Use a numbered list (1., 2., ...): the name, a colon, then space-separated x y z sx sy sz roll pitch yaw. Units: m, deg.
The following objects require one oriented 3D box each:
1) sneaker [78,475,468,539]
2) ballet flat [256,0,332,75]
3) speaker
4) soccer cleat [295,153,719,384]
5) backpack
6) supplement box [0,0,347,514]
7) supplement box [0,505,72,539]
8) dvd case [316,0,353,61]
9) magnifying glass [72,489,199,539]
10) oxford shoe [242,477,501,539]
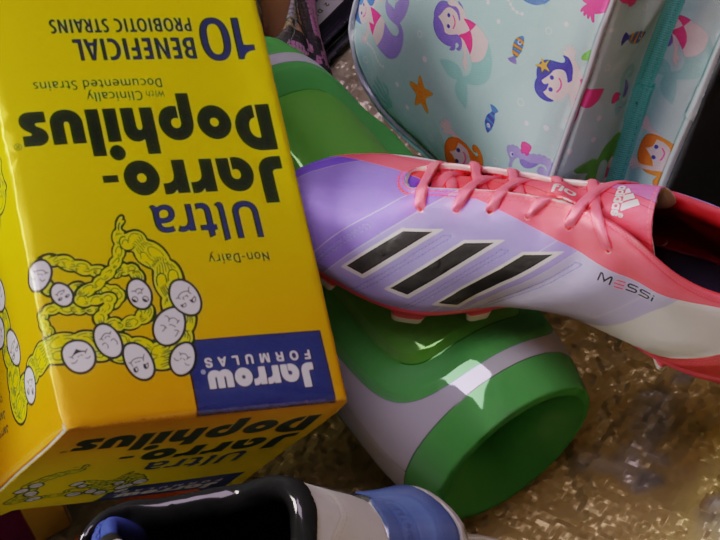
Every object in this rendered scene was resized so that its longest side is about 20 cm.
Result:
1. sneaker: -0.068 0.132 0.864 0.199 0.115 0.081 -46 48 14
2. ballet flat: -0.055 -0.143 1.128 0.069 0.071 0.200 -15 50 2
3. speaker: 0.000 0.000 0.994 0.088 0.088 0.200 -33 64 -13
4. soccer cleat: 0.069 -0.013 0.915 0.200 0.077 0.067 17 51 1
5. backpack: 0.085 -0.112 1.019 0.150 0.178 0.200 -2 35 -35
6. supplement box: -0.094 -0.025 0.919 0.109 0.110 0.200 -5 72 -28
7. supplement box: -0.235 0.082 0.993 0.200 0.103 0.131 -32 53 -11
8. dvd case: -0.106 -0.119 1.179 0.200 0.016 0.149 28 63 31
9. magnifying glass: -0.129 0.135 0.980 0.200 0.022 0.080 -40 54 -16
10. oxford shoe: 0.022 0.111 0.925 0.200 0.074 0.071 19 58 26
